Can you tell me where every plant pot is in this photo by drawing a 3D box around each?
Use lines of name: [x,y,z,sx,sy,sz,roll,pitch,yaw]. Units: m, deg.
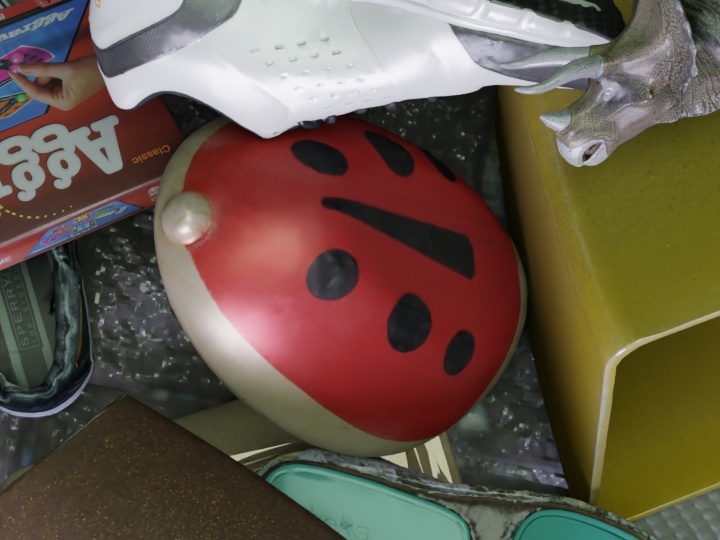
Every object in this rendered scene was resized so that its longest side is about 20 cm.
plant pot: [-0.059,0.151,0.915,0.187,0.187,0.200,-39,90,-7]
plant pot: [0.148,-0.038,0.989,0.200,0.200,0.177,-21,67,-7]

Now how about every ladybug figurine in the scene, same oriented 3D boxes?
ladybug figurine: [0.000,0.000,0.966,0.072,0.200,0.136,-18,70,33]

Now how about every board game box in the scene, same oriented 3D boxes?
board game box: [-0.173,-0.037,0.959,0.200,0.019,0.103,-24,63,-15]

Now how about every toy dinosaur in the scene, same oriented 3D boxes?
toy dinosaur: [0.143,-0.109,0.870,0.102,0.077,0.200,41,63,-19]

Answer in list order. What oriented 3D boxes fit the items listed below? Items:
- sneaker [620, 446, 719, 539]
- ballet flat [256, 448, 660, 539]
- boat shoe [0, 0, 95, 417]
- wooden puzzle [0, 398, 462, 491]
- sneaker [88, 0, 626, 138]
sneaker: [0.128,0.160,1.036,0.078,0.079,0.200,19,57,28]
ballet flat: [0.053,0.118,0.993,0.200,0.072,0.072,18,84,10]
boat shoe: [-0.150,-0.040,1.008,0.071,0.091,0.200,-17,88,-7]
wooden puzzle: [-0.034,0.153,1.037,0.185,0.037,0.200,-17,83,-8]
sneaker: [-0.003,-0.087,0.911,0.200,0.074,0.080,9,116,1]
